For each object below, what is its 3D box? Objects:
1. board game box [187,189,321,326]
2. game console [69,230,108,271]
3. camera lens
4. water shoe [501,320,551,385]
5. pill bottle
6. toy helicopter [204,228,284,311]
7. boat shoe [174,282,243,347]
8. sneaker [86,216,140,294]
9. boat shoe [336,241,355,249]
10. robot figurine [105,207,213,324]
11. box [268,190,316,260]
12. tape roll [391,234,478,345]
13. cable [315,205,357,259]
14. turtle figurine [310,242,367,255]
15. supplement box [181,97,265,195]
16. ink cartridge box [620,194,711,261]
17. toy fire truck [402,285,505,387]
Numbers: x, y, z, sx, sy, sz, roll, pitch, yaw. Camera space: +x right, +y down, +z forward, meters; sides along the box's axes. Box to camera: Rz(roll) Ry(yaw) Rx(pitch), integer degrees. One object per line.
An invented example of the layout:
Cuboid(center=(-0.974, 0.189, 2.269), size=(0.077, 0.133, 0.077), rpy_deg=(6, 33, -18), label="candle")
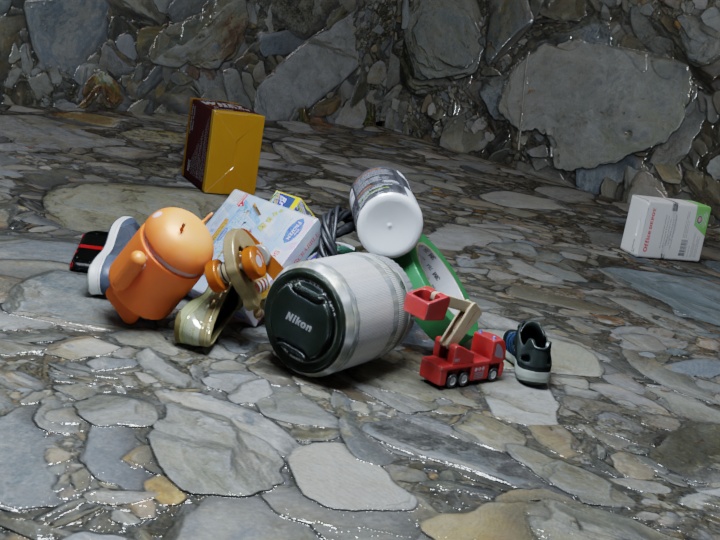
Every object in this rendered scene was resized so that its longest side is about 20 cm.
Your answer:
Cuboid(center=(-0.189, -0.025, 1.765), size=(0.198, 0.201, 0.041), rpy_deg=(21, -26, 37), label="board game box")
Cuboid(center=(-0.400, -0.021, 1.899), size=(0.196, 0.032, 0.177), rpy_deg=(7, 21, -9), label="game console")
Cuboid(center=(-0.030, 0.059, 1.561), size=(0.158, 0.163, 0.199), rpy_deg=(19, 17, 32), label="camera lens")
Cuboid(center=(0.271, 0.115, 1.714), size=(0.070, 0.080, 0.200), rpy_deg=(8, 14, -6), label="water shoe")
Cuboid(center=(0.036, -0.102, 1.713), size=(0.104, 0.108, 0.200), rpy_deg=(8, 20, -8), label="pill bottle")
Cuboid(center=(-0.147, 0.022, 1.603), size=(0.078, 0.201, 0.133), rpy_deg=(-19, 34, 17), label="toy helicopter")
Cuboid(center=(-0.202, 0.049, 1.608), size=(0.062, 0.074, 0.201), rpy_deg=(15, 31, 19), label="boat shoe")
Cuboid(center=(-0.347, -0.021, 1.763), size=(0.143, 0.078, 0.203), rpy_deg=(1, 32, 3), label="sneaker")
Cuboid(center=(0.006, 0.005, 2.012), size=(0.198, 0.075, 0.067), rpy_deg=(25, 2, 19), label="boat shoe")
Cuboid(center=(-0.290, -0.011, 1.583), size=(0.143, 0.200, 0.118), rpy_deg=(25, 32, -34), label="robot figurine")
Cuboid(center=(-0.099, -0.050, 1.907), size=(0.064, 0.071, 0.200), rpy_deg=(21, -21, 36), label="box")
Cuboid(center=(0.115, 0.031, 1.746), size=(0.201, 0.048, 0.201), rpy_deg=(49, 20, -25), label="tape roll")
Cuboid(center=(0.007, -0.018, 1.770), size=(0.198, 0.051, 0.165), rpy_deg=(23, 47, -32), label="cable")
Cuboid(center=(0.000, 0.000, 1.859), size=(0.198, 0.102, 0.149), rpy_deg=(24, 5, -41), label="turtle figurine")
Cuboid(center=(-0.342, -0.307, 2.674), size=(0.131, 0.201, 0.200), rpy_deg=(2, 15, -27), label="supplement box")
Cuboid(center=(0.782, -0.109, 2.775), size=(0.197, 0.148, 0.084), rpy_deg=(4, 15, -22), label="ink cartridge box")
Cuboid(center=(0.142, 0.094, 1.582), size=(0.198, 0.144, 0.048), rpy_deg=(-3, 19, -41), label="toy fire truck")
